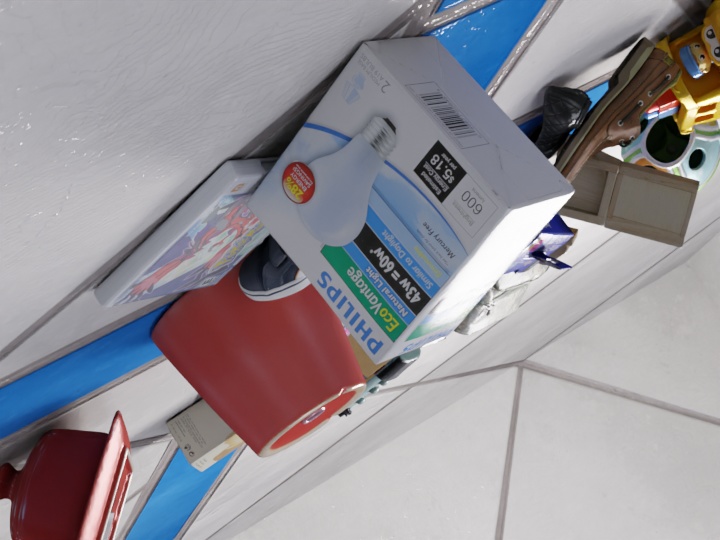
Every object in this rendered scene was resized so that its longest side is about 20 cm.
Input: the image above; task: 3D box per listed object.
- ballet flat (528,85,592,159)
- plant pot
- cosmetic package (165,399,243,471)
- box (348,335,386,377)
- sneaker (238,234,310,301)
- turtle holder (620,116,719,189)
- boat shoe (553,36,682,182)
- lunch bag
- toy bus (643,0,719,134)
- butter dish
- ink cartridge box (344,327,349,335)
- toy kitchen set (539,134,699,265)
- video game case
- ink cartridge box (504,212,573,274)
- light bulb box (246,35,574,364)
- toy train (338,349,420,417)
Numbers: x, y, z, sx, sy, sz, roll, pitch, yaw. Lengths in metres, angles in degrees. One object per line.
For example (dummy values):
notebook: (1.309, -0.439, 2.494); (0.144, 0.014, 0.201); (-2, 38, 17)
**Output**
ballet flat: (0.226, -0.178, 1.819); (0.067, 0.057, 0.200); (-59, -179, -17)
plant pot: (-0.098, 0.091, 1.650); (0.200, 0.178, 0.201); (-33, 167, -8)
cosmetic package: (-0.165, 0.194, 2.122); (0.199, 0.071, 0.105); (-33, 168, -4)
box: (0.026, 0.040, 1.921); (0.200, 0.021, 0.163); (-39, 127, 21)
sneaker: (-0.050, -0.041, 1.516); (0.199, 0.079, 0.079); (-26, 135, 19)
turtle holder: (0.450, -0.186, 2.127); (0.185, 0.141, 0.132); (-35, 167, 10)
boat shoe: (0.302, -0.176, 1.788); (0.200, 0.068, 0.072); (-54, -177, 6)
lunch bag: (0.167, -0.027, 2.027); (0.200, 0.139, 0.168); (-19, 143, -56)
toy bus: (0.418, -0.250, 1.871); (0.191, 0.137, 0.200); (-19, 166, 3)
butter dish: (-0.350, 0.259, 1.744); (0.200, 0.147, 0.201); (107, -4, -72)
ink cartridge box: (0.000, 0.000, 1.753); (0.119, 0.042, 0.200); (-47, 162, -23)
toy kitchen set: (0.325, -0.069, 1.932); (0.200, 0.179, 0.164); (-43, 146, -71)
video game case: (-0.131, -0.039, 1.423); (0.200, 0.023, 0.182); (-41, 166, 28)
ink cartridge box: (0.145, -0.070, 1.612); (0.076, 0.201, 0.136); (-38, 168, 19)
light bulb box: (0.040, -0.063, 1.319); (0.124, 0.198, 0.200); (-15, 149, -54)
toy train: (-0.005, 0.127, 2.189); (0.200, 0.114, 0.085); (-42, 165, 30)
